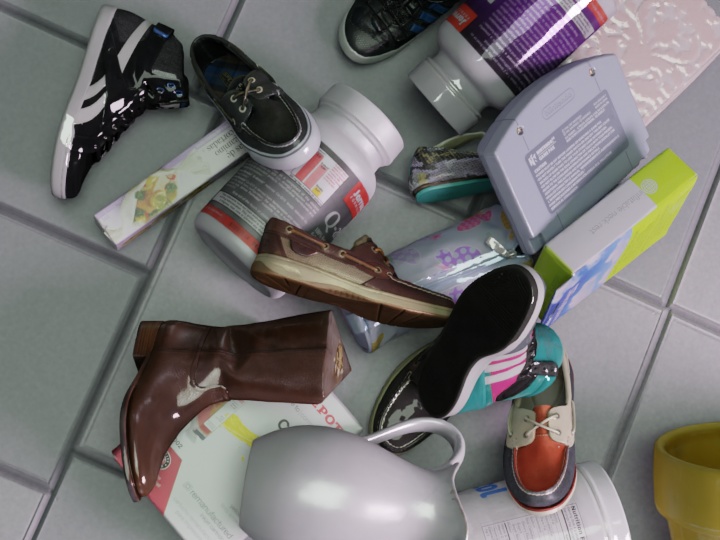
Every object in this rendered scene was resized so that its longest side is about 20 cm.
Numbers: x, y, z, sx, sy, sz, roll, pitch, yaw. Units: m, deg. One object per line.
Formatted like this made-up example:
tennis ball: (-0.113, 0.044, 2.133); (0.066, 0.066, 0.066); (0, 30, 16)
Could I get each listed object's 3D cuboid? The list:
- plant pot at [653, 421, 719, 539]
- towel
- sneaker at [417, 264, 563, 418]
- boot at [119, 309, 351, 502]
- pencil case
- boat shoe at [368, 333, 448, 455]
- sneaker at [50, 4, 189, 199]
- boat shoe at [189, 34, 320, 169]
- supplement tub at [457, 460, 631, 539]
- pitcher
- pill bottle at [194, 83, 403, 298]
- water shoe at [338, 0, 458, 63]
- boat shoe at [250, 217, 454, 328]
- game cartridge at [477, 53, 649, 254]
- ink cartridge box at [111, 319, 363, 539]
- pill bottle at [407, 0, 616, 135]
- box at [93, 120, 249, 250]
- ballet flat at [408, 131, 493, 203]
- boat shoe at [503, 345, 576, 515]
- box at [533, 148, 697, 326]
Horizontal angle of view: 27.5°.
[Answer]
plant pot: (0.386, 0.262, 1.432); (0.200, 0.201, 0.190); (-2, 100, -8)
towel: (0.262, -0.253, 1.545); (0.191, 0.032, 0.200); (-42, 87, -10)
sneaker: (0.145, 0.062, 1.365); (0.120, 0.200, 0.084); (-9, 58, -36)
boot: (-0.110, 0.120, 1.328); (0.199, 0.064, 0.187); (0, 61, 5)
pencil case: (0.074, 0.009, 1.458); (0.199, 0.091, 0.083); (-24, 115, -9)
boat shoe: (0.086, 0.100, 1.461); (0.072, 0.066, 0.201); (45, 79, -2)
sneaker: (-0.228, -0.156, 1.443); (0.111, 0.073, 0.201); (16, 80, -5)
boat shoe: (-0.109, -0.164, 1.412); (0.069, 0.057, 0.200); (-42, 47, -3)
supplement tub: (0.147, 0.268, 1.417); (0.199, 0.132, 0.133); (-13, 85, -11)
pitcher: (-0.002, 0.191, 1.339); (0.199, 0.122, 0.172); (9, 38, 0)
pill bottle: (-0.057, -0.080, 1.437); (0.116, 0.116, 0.200); (42, 80, -1)
water shoe: (0.061, -0.288, 1.498); (0.200, 0.079, 0.072); (-37, 89, -11)
boat shoe: (0.000, 0.000, 1.368); (0.199, 0.072, 0.072); (16, 74, -8)
game cartridge: (0.199, -0.124, 1.437); (0.200, 0.040, 0.134); (-39, 116, -31)
ink cartridge box: (-0.118, 0.164, 1.415); (0.200, 0.083, 0.145); (-41, 91, -11)
pill bottle: (0.147, -0.232, 1.465); (0.200, 0.111, 0.111); (-42, 90, 7)
box: (-0.174, -0.094, 1.460); (0.200, 0.041, 0.039); (-37, 90, -12)
ballet flat: (0.145, -0.111, 1.497); (0.199, 0.072, 0.072); (-3, 84, -10)
boat shoe: (0.176, 0.147, 1.414); (0.071, 0.063, 0.200); (3, 40, 10)
box: (0.237, -0.024, 1.453); (0.200, 0.122, 0.048); (-36, 72, -21)
